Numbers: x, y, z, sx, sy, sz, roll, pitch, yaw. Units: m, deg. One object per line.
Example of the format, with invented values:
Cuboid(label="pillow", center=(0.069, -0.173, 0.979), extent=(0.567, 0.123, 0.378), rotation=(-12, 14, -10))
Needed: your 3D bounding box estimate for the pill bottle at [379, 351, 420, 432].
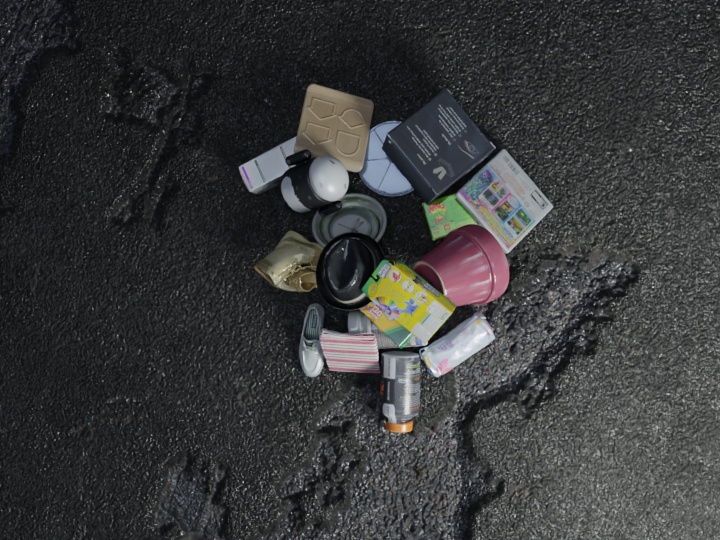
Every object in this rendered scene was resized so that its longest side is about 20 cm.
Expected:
Cuboid(label="pill bottle", center=(0.103, 0.317, 1.660), extent=(0.106, 0.106, 0.201), rotation=(1, 90, 9))

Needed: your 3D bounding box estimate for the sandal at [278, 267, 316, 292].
Cuboid(label="sandal", center=(-0.145, 0.022, 1.715), extent=(0.211, 0.070, 0.078), rotation=(4, 91, 9))

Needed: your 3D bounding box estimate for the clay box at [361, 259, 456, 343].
Cuboid(label="clay box", center=(0.111, 0.065, 1.489), extent=(0.200, 0.048, 0.115), rotation=(40, 122, 5))

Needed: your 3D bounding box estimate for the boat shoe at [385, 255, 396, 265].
Cuboid(label="boat shoe", center=(0.000, 0.000, 1.676), extent=(0.199, 0.068, 0.075), rotation=(-18, 89, -2))

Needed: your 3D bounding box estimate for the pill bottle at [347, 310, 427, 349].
Cuboid(label="pill bottle", center=(0.073, 0.147, 1.660), extent=(0.199, 0.114, 0.114), rotation=(-5, 90, 9))

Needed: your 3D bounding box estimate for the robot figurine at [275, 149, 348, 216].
Cuboid(label="robot figurine", center=(-0.123, -0.221, 1.631), extent=(0.200, 0.150, 0.125), rotation=(-15, 66, 38))

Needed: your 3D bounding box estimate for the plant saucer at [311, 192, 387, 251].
Cuboid(label="plant saucer", center=(-0.027, -0.115, 1.681), extent=(0.199, 0.050, 0.201), rotation=(-3, 56, 5))

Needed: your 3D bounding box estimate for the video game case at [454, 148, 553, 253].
Cuboid(label="video game case", center=(0.365, -0.177, 1.609), extent=(0.182, 0.024, 0.200), rotation=(-43, 95, -13))

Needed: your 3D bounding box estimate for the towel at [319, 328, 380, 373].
Cuboid(label="towel", center=(-0.023, 0.213, 1.653), extent=(0.146, 0.200, 0.030), rotation=(3, 56, 9))

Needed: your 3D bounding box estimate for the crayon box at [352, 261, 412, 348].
Cuboid(label="crayon box", center=(0.068, 0.084, 1.586), extent=(0.200, 0.058, 0.119), rotation=(43, 88, 17))

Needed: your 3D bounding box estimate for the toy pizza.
Cuboid(label="toy pizza", center=(0.088, -0.297, 1.694), extent=(0.199, 0.032, 0.201), rotation=(0, 89, 9))

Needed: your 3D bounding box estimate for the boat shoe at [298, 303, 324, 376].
Cuboid(label="boat shoe", center=(-0.136, 0.191, 1.717), extent=(0.073, 0.067, 0.201), rotation=(0, 91, 9))

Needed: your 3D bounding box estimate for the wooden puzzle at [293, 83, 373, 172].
Cuboid(label="wooden puzzle", center=(-0.070, -0.371, 1.673), extent=(0.185, 0.046, 0.201), rotation=(13, 79, -11))

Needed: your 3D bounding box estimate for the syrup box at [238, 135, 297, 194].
Cuboid(label="syrup box", center=(-0.220, -0.286, 1.719), extent=(0.199, 0.079, 0.082), rotation=(-25, 86, 9))

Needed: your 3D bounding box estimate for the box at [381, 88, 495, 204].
Cuboid(label="box", center=(0.193, -0.310, 1.606), extent=(0.200, 0.117, 0.197), rotation=(-39, 88, -9))

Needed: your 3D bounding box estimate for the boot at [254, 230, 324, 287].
Cuboid(label="boot", center=(-0.167, -0.011, 1.665), extent=(0.200, 0.073, 0.155), rotation=(30, 61, 28))

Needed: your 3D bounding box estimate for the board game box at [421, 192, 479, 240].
Cuboid(label="board game box", center=(0.271, -0.154, 1.658), extent=(0.199, 0.048, 0.102), rotation=(-17, 87, 8))

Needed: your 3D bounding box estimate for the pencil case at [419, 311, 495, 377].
Cuboid(label="pencil case", center=(0.250, 0.190, 1.647), extent=(0.200, 0.083, 0.091), rotation=(-34, 106, 7))

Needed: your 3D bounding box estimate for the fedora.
Cuboid(label="fedora", center=(-0.031, -0.007, 1.547), extent=(0.200, 0.092, 0.201), rotation=(-2, 76, 10))

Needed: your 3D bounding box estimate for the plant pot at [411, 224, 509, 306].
Cuboid(label="plant pot", center=(0.233, 0.006, 1.558), extent=(0.179, 0.200, 0.201), rotation=(-22, 86, -28))
